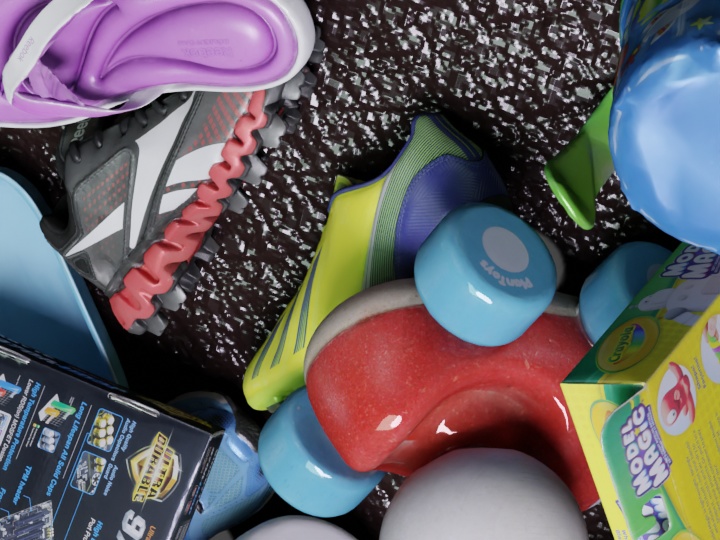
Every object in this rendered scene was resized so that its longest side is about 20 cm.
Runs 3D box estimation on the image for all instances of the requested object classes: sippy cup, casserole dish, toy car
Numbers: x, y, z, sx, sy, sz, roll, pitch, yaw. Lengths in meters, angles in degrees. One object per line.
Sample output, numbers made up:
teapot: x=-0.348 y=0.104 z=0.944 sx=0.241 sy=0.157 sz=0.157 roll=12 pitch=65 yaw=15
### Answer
sippy cup: x=0.164 y=-0.077 z=0.967 sx=0.139 sy=0.131 sz=0.179 roll=22 pitch=124 yaw=7
casserole dish: x=-0.190 y=0.030 z=1.208 sx=0.120 sy=0.039 sz=0.201 roll=-18 pitch=105 yaw=20
toy car: x=0.067 y=0.109 z=1.046 sx=0.176 sy=0.201 sz=0.184 roll=12 pitch=139 yaw=-30

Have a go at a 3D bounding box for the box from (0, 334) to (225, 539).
box: x=-0.177 y=0.144 z=1.161 sx=0.158 sy=0.046 sz=0.201 roll=21 pitch=90 yaw=7

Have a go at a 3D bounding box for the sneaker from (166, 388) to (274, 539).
sneaker: x=-0.119 y=0.141 z=1.231 sx=0.078 sy=0.090 sz=0.200 roll=45 pitch=124 yaw=-9

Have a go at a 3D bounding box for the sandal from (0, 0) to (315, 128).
sandal: x=-0.119 y=-0.100 z=1.039 sx=0.201 sy=0.050 sz=0.083 roll=-9 pitch=123 yaw=26

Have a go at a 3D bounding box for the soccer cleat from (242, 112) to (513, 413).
soccer cleat: x=0.001 y=0.000 z=1.130 sx=0.200 sy=0.064 sz=0.084 roll=-45 pitch=68 yaw=39

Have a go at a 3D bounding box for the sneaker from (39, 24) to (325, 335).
sneaker: x=-0.093 y=-0.060 z=1.112 sx=0.098 sy=0.071 sz=0.201 roll=35 pitch=126 yaw=-2

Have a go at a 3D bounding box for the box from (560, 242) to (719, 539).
box: x=0.155 y=0.058 z=1.007 sx=0.048 sy=0.200 sz=0.118 roll=-2 pitch=119 yaw=37

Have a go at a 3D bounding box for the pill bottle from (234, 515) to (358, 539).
pill bottle: x=-0.072 y=0.215 z=1.235 sx=0.112 sy=0.112 sz=0.200 roll=43 pitch=138 yaw=-8
